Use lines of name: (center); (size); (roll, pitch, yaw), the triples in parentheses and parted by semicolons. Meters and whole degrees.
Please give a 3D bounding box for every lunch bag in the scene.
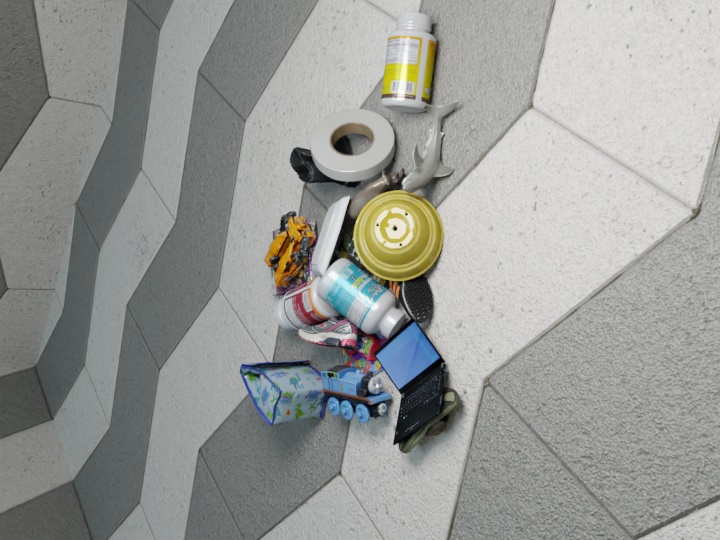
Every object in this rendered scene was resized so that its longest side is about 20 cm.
lunch bag: (-0.200, 0.296, 1.855); (0.200, 0.169, 0.129); (34, 114, 47)

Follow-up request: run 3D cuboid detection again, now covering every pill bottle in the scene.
pill bottle: (0.108, -0.459, 1.574); (0.109, 0.108, 0.203); (12, 97, 49)
pill bottle: (0.006, 0.069, 1.630); (0.199, 0.111, 0.111); (36, 118, 14)
pill bottle: (-0.132, 0.089, 1.829); (0.199, 0.112, 0.114); (-24, 70, 47)

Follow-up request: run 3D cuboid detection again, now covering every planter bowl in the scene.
planter bowl: (0.077, -0.083, 1.526); (0.198, 0.083, 0.203); (-1, 82, 8)

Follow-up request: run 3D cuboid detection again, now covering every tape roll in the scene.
tape roll: (-0.019, -0.295, 1.663); (0.037, 0.201, 0.204); (83, 162, -57)

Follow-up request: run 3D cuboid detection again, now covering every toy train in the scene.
toy train: (-0.012, 0.290, 1.687); (0.199, 0.086, 0.116); (1, 99, 50)

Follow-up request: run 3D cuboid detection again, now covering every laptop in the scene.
laptop: (0.095, 0.241, 1.540); (0.177, 0.103, 0.201); (-48, 20, 44)

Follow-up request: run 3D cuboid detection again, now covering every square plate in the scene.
square plate: (-0.079, -0.084, 1.738); (0.200, 0.028, 0.200); (-175, 102, -80)

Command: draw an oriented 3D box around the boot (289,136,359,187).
boot: (-0.102, -0.292, 1.771); (0.077, 0.167, 0.201); (-49, 53, 36)

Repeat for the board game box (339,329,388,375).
board game box: (-0.002, 0.180, 1.724); (0.200, 0.039, 0.160); (-39, 60, 42)

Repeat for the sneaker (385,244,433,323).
sneaker: (0.101, 0.034, 1.603); (0.090, 0.069, 0.202); (121, 132, -59)

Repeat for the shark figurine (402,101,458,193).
shark figurine: (0.166, -0.250, 1.542); (0.089, 0.128, 0.217); (18, 85, 23)

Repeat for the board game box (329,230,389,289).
board game box: (0.000, 0.000, 1.741); (0.200, 0.023, 0.106); (47, 119, 41)

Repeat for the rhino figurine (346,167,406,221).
rhino figurine: (0.039, -0.178, 1.658); (0.200, 0.087, 0.060); (-41, 59, 41)

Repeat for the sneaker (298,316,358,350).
sneaker: (-0.073, 0.148, 1.729); (0.199, 0.080, 0.076); (0, 75, 46)

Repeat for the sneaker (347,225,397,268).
sneaker: (0.048, -0.084, 1.648); (0.077, 0.088, 0.200); (46, 115, 13)

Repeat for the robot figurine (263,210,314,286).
robot figurine: (-0.187, -0.060, 1.888); (0.201, 0.058, 0.146); (-54, 52, 34)

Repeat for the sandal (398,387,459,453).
sandal: (0.152, 0.323, 1.523); (0.201, 0.057, 0.080); (-53, 15, 32)

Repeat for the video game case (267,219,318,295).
video game case: (-0.185, -0.032, 1.957); (0.199, 0.036, 0.184); (-11, 81, 49)
